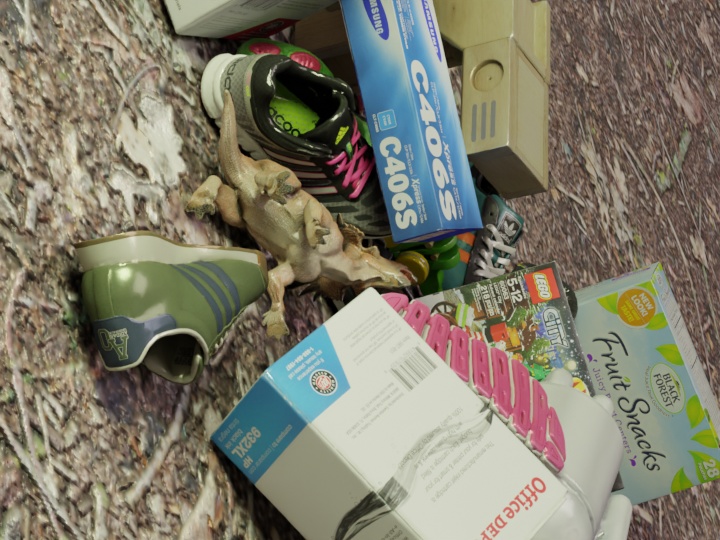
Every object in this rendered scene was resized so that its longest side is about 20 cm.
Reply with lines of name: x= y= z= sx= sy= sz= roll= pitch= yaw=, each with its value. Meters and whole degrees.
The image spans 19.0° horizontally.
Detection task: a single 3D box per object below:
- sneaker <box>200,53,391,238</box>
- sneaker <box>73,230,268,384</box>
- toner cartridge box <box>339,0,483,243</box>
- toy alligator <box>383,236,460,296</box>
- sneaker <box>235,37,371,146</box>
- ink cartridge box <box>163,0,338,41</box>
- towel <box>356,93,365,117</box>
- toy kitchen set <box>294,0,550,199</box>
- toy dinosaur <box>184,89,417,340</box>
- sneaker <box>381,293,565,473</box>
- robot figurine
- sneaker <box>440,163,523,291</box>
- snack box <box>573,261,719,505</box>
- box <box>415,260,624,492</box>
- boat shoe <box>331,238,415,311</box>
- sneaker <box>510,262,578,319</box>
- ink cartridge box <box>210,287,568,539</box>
sneaker: x=-0.026 y=-0.093 z=1.594 sx=0.200 sy=0.087 sz=0.074 roll=41 pitch=65 yaw=-23
sneaker: x=-0.118 y=0.030 z=1.382 sx=0.200 sy=0.067 sz=0.091 roll=11 pitch=70 yaw=-65
toner cartridge box: x=0.038 y=-0.123 z=1.613 sx=0.095 sy=0.043 sz=0.202 roll=-5 pitch=82 yaw=-69
toy alligator: x=0.036 y=-0.056 z=1.812 sx=0.201 sy=0.054 sz=0.059 roll=59 pitch=33 yaw=-23
sneaker: x=-0.033 y=-0.109 z=1.696 sx=0.200 sy=0.084 sz=0.077 roll=38 pitch=70 yaw=-30
ink cartridge box: x=-0.041 y=-0.250 z=1.599 sx=0.086 sy=0.199 sz=0.147 roll=66 pitch=21 yaw=8
towel: x=0.021 y=-0.200 z=1.947 sx=0.146 sy=0.030 sz=0.201 roll=37 pitch=37 yaw=-54
toy kitchen set: x=0.029 y=-0.160 z=1.713 sx=0.163 sy=0.199 sz=0.182 roll=41 pitch=44 yaw=-51
toy dinosaur: x=-0.055 y=-0.039 z=1.564 sx=0.201 sy=0.086 sz=0.136 roll=53 pitch=16 yaw=-7
sneaker: x=0.063 y=0.097 z=1.583 sx=0.199 sy=0.087 sz=0.074 roll=35 pitch=35 yaw=-23
robot figurine: x=0.140 y=0.168 z=1.687 sx=0.169 sy=0.113 sz=0.200 roll=30 pitch=43 yaw=0
sneaker: x=0.104 y=-0.022 z=1.916 sx=0.071 sy=0.079 sz=0.201 roll=45 pitch=36 yaw=-46
snack box: x=0.235 y=0.115 z=1.998 sx=0.201 sy=0.168 sz=0.068 roll=67 pitch=20 yaw=-11
box: x=0.126 y=0.106 z=1.797 sx=0.038 sy=0.136 sz=0.201 roll=137 pitch=-63 yaw=-74
boat shoe: x=0.000 y=0.000 z=1.679 sx=0.201 sy=0.060 sz=0.074 roll=64 pitch=27 yaw=-13
sneaker: x=0.136 y=0.074 z=1.908 sx=0.074 sy=0.081 sz=0.201 roll=29 pitch=46 yaw=-6
ink cartridge box: x=0.022 y=0.132 z=1.449 sx=0.200 sy=0.084 sz=0.145 roll=46 pitch=38 yaw=6
